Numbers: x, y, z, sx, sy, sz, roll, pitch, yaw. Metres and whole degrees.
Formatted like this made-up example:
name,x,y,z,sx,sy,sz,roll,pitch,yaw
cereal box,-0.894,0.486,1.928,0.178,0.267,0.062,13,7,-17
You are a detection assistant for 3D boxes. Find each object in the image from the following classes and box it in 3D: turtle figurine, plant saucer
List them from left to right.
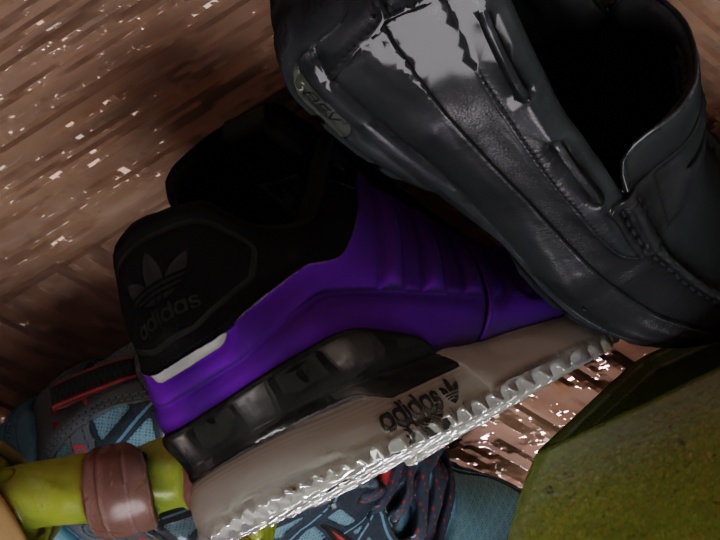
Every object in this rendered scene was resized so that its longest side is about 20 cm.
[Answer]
name,x,y,z,sx,sy,sz,roll,pitch,yaw
turtle figurine,-0.104,0.080,0.791,0.161,0.064,0.201,7,105,2
plant saucer,0.133,0.030,0.827,0.199,0.048,0.200,-27,180,19

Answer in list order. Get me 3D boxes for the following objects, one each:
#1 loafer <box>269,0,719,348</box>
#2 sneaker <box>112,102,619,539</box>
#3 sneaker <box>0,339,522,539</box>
name,x,y,z,sx,sy,sz,roll,pitch,yaw
loafer,0.059,-0.035,0.744,0.070,0.068,0.200,-22,144,30
sneaker,0.000,0.000,0.770,0.069,0.100,0.200,-32,174,25
sneaker,-0.007,0.067,0.866,0.200,0.080,0.096,13,136,-36
